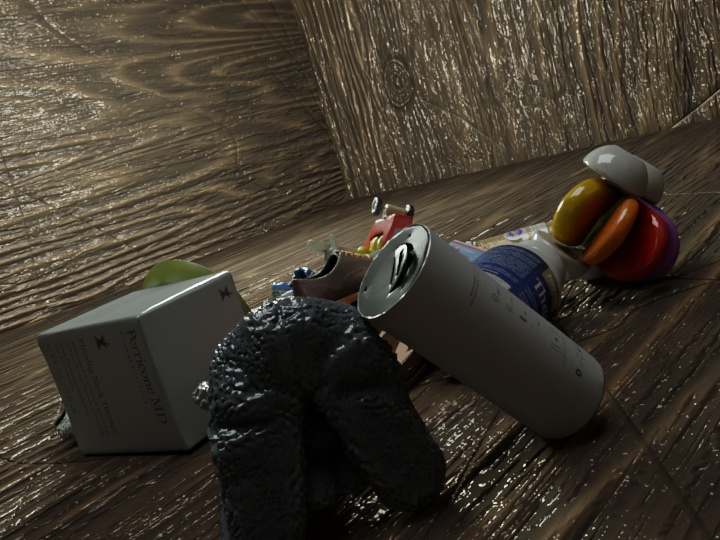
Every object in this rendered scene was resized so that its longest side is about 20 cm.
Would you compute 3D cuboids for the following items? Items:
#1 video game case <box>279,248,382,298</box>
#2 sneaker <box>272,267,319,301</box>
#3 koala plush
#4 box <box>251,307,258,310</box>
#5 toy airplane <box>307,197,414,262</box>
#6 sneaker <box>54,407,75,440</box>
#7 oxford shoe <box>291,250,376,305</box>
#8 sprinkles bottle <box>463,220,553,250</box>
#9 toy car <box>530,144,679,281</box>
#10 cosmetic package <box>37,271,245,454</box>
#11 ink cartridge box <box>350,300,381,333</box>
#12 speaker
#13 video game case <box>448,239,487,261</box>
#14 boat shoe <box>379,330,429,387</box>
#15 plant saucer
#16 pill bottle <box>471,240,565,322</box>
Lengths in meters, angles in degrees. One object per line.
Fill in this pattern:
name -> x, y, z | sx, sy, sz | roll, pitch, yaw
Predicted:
video game case -> -0.061, 0.044, 0.987 | 0.181, 0.022, 0.200 | -25, -11, -26
sneaker -> -0.080, 0.032, 1.158 | 0.077, 0.086, 0.199 | -11, 5, 43
koala plush -> -0.054, 0.106, 0.531 | 0.176, 0.185, 0.200 | -19, 7, -14
box -> -0.186, 0.107, 1.093 | 0.038, 0.042, 0.200 | -16, 10, 1
toy airplane -> 0.030, -0.019, 1.135 | 0.198, 0.142, 0.199 | -12, -32, 23
sneaker -> -0.407, 0.194, 0.932 | 0.088, 0.077, 0.200 | -29, 12, -17
oxford shoe -> 0.000, 0.000, 0.865 | 0.199, 0.073, 0.071 | -28, 10, -22
sprinkles bottle -> 0.258, -0.033, 1.033 | 0.198, 0.069, 0.068 | -15, 11, 9
toy car -> 0.329, -0.050, 0.812 | 0.150, 0.176, 0.199 | 42, 24, 30
cosmetic package -> -0.259, 0.116, 0.811 | 0.198, 0.169, 0.166 | -12, 11, 31
ink cartridge box -> 0.057, 0.044, 0.951 | 0.199, 0.068, 0.116 | -22, 12, -26
speaker -> 0.095, 0.050, 0.489 | 0.081, 0.199, 0.082 | -43, 26, 27
video game case -> 0.132, 0.026, 0.858 | 0.142, 0.018, 0.200 | 21, 40, 35
boat shoe -> 0.058, 0.058, 0.743 | 0.071, 0.068, 0.200 | 12, 44, 31
plant saucer -> -0.240, 0.078, 0.924 | 0.198, 0.201, 0.031 | -10, 28, 31
pill bottle -> 0.161, 0.034, 0.723 | 0.110, 0.112, 0.199 | -8, 14, 40
